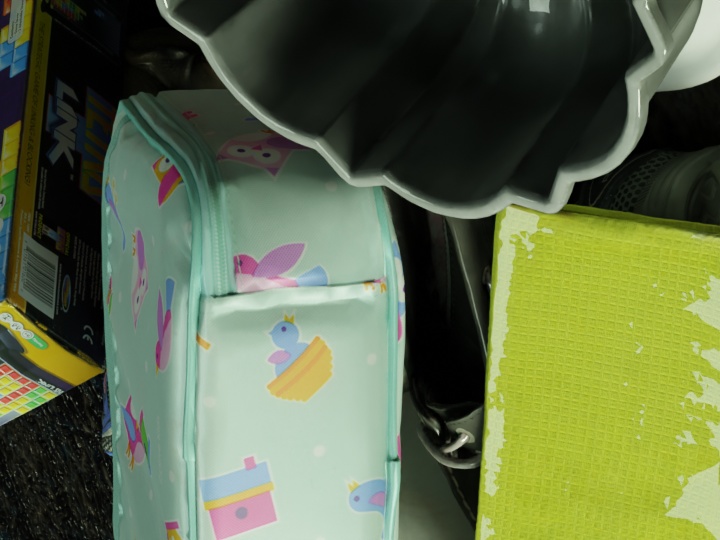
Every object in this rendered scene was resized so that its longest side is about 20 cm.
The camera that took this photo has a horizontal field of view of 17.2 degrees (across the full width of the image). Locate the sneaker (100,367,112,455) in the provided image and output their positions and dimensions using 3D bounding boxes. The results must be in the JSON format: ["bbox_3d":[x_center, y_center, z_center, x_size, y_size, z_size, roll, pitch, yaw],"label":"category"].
[{"bbox_3d":[-0.082,0.050,1.053,0.075,0.079,0.200,25,180,8],"label":"sneaker"}]

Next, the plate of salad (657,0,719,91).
[{"bbox_3d":[0.056,-0.145,0.720,0.200,0.048,0.200,40,153,25],"label":"plate of salad"}]

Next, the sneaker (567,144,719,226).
[{"bbox_3d":[0.114,0.052,0.805,0.114,0.076,0.200,6,121,60],"label":"sneaker"}]

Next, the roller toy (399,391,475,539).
[{"bbox_3d":[0.058,0.132,0.912,0.201,0.139,0.182,65,152,9],"label":"roller toy"}]

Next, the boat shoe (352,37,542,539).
[{"bbox_3d":[0.030,0.013,0.781,0.067,0.057,0.201,5,108,56],"label":"boat shoe"}]

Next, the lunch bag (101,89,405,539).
[{"bbox_3d":[-0.043,0.043,0.800,0.160,0.077,0.201,-139,48,-66],"label":"lunch bag"}]

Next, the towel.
[{"bbox_3d":[0.077,0.076,0.751,0.086,0.018,0.201,8,115,12],"label":"towel"}]

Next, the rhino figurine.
[{"bbox_3d":[-0.062,-0.033,1.024,0.087,0.060,0.200,28,158,25],"label":"rhino figurine"}]

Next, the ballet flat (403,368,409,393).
[{"bbox_3d":[0.000,0.000,0.958,0.067,0.062,0.200,39,148,31],"label":"ballet flat"}]

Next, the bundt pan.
[{"bbox_3d":[0.018,-0.117,0.657,0.201,0.076,0.202,28,141,25],"label":"bundt pan"}]

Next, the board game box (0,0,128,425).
[{"bbox_3d":[-0.171,-0.018,0.929,0.165,0.201,0.057,-28,133,29],"label":"board game box"}]
